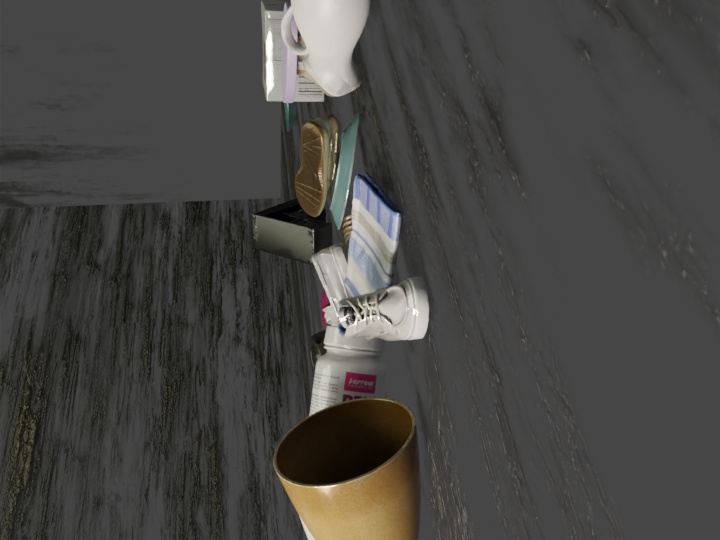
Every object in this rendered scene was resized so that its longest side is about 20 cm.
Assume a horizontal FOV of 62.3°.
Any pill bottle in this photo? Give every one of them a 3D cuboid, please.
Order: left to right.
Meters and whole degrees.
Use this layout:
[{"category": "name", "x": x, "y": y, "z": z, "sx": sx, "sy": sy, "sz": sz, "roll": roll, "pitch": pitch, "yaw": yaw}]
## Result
[{"category": "pill bottle", "x": -0.019, "y": 0.191, "z": 0.905, "sx": 0.113, "sy": 0.111, "sz": 0.204, "roll": 149, "pitch": 128, "yaw": -78}]

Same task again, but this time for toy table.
[{"category": "toy table", "x": -0.096, "y": -0.428, "z": 1.185, "sx": 0.201, "sy": 0.115, "sz": 0.187, "roll": 108, "pitch": 157, "yaw": -62}]

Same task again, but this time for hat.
[{"category": "hat", "x": -0.072, "y": 0.184, "z": 1.341, "sx": 0.200, "sy": 0.079, "sz": 0.205, "roll": 176, "pitch": 90, "yaw": -81}]

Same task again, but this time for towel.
[{"category": "towel", "x": 0.014, "y": -0.025, "z": 0.878, "sx": 0.147, "sy": 0.023, "sz": 0.203, "roll": -124, "pitch": 34, "yaw": -51}]

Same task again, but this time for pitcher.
[{"category": "pitcher", "x": -0.065, "y": -0.400, "z": 0.923, "sx": 0.170, "sy": 0.121, "sz": 0.201, "roll": 35, "pitch": 150, "yaw": 19}]

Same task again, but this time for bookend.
[{"category": "bookend", "x": -0.135, "y": -0.105, "z": 1.505, "sx": 0.197, "sy": 0.198, "sz": 0.094, "roll": 16, "pitch": 117, "yaw": 32}]

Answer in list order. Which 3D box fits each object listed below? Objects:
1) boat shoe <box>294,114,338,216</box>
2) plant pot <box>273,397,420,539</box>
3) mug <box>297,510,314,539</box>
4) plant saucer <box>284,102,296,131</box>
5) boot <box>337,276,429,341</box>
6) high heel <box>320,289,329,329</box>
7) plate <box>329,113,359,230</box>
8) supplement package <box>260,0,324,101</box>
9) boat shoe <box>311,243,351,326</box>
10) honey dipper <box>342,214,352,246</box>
[{"category": "boat shoe", "x": -0.073, "y": -0.186, "z": 1.080, "sx": 0.072, "sy": 0.065, "sz": 0.202, "roll": 33, "pitch": 139, "yaw": 23}, {"category": "plant pot", "x": 0.003, "y": 0.300, "z": 0.767, "sx": 0.186, "sy": 0.183, "sz": 0.204, "roll": -130, "pitch": 25, "yaw": -73}, {"category": "mug", "x": -0.026, "y": 0.466, "z": 1.031, "sx": 0.187, "sy": 0.146, "sz": 0.156, "roll": -111, "pitch": 11, "yaw": -78}, {"category": "plant saucer", "x": -0.270, "y": -0.642, "z": 2.310, "sx": 0.200, "sy": 0.035, "sz": 0.204, "roll": 177, "pitch": 90, "yaw": -80}, {"category": "boot", "x": 0.020, "y": 0.058, "z": 0.748, "sx": 0.200, "sy": 0.094, "sz": 0.075, "roll": 119, "pitch": 146, "yaw": -71}, {"category": "high heel", "x": -0.037, "y": 0.109, "z": 1.138, "sx": 0.096, "sy": 0.066, "sz": 0.203, "roll": 86, "pitch": 171, "yaw": -63}, {"category": "plate", "x": -0.031, "y": -0.172, "z": 1.039, "sx": 0.200, "sy": 0.025, "sz": 0.204, "roll": -171, "pitch": 90, "yaw": -85}, {"category": "supplement package", "x": -0.168, "y": -0.542, "z": 1.464, "sx": 0.192, "sy": 0.144, "sz": 0.203, "roll": -111, "pitch": 21, "yaw": -58}, {"category": "boat shoe", "x": -0.032, "y": 0.059, "z": 1.017, "sx": 0.072, "sy": 0.067, "sz": 0.203, "roll": -85, "pitch": -22, "yaw": -77}, {"category": "honey dipper", "x": 0.000, "y": 0.000, "z": 1.011, "sx": 0.038, "sy": 0.037, "sz": 0.203, "roll": 107, "pitch": 155, "yaw": -63}]
